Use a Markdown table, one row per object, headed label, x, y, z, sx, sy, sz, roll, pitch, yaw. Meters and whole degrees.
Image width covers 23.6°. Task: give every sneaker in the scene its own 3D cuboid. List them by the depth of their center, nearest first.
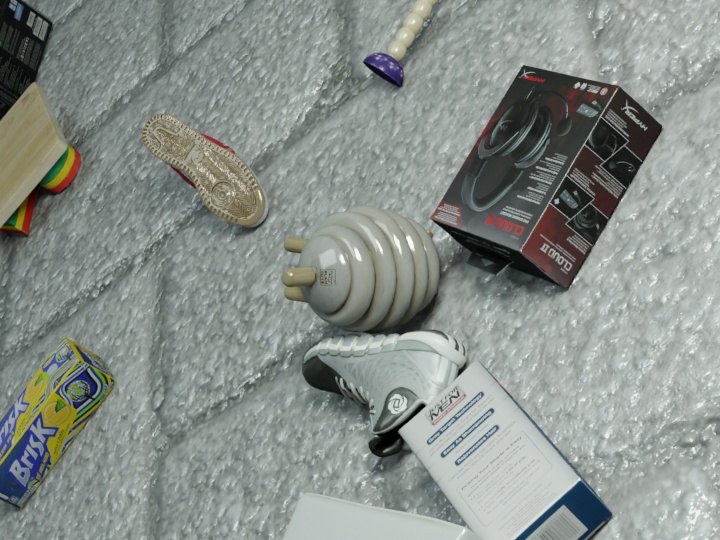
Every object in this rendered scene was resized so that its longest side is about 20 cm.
| label | x | y | z | sx | sy | sz | roll | pitch | yaw |
| --- | --- | --- | --- | --- | --- | --- | --- | --- | --- |
| sneaker | 0.008 | 0.124 | 1.654 | 0.200 | 0.075 | 0.116 | -12 | 55 | 44 |
| sneaker | -0.167 | -0.111 | 2.079 | 0.200 | 0.112 | 0.071 | 41 | 93 | 25 |

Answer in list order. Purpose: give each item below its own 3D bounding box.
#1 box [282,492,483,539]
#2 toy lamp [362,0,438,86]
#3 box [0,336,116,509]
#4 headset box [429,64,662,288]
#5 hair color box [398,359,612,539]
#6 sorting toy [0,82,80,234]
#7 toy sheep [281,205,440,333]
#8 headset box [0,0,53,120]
| label | x | y | z | sx | sy | sz | roll | pitch | yaw |
| --- | --- | --- | --- | --- | --- | --- | --- | --- | --- |
| box | 0.045 | 0.299 | 1.350 | 0.200 | 0.199 | 0.172 | 2 | 63 | 49 |
| toy lamp | 0.075 | -0.306 | 1.943 | 0.200 | 0.058 | 0.058 | -56 | 34 | -2 |
| box | -0.386 | 0.185 | 2.086 | 0.200 | 0.064 | 0.070 | -53 | 34 | 5 |
| headset box | 0.168 | -0.083 | 1.627 | 0.200 | 0.077 | 0.149 | -57 | 34 | -5 |
| hair color box | 0.121 | 0.172 | 1.476 | 0.100 | 0.061 | 0.200 | -42 | 36 | 2 |
| sorting toy | -0.488 | -0.139 | 2.473 | 0.200 | 0.070 | 0.199 | -48 | 35 | 11 |
| toy sheep | 0.000 | 0.000 | 1.677 | 0.138 | 0.200 | 0.138 | 15 | 111 | 45 |
| headset box | -0.601 | -0.318 | 2.739 | 0.200 | 0.093 | 0.175 | -21 | 46 | 40 |
